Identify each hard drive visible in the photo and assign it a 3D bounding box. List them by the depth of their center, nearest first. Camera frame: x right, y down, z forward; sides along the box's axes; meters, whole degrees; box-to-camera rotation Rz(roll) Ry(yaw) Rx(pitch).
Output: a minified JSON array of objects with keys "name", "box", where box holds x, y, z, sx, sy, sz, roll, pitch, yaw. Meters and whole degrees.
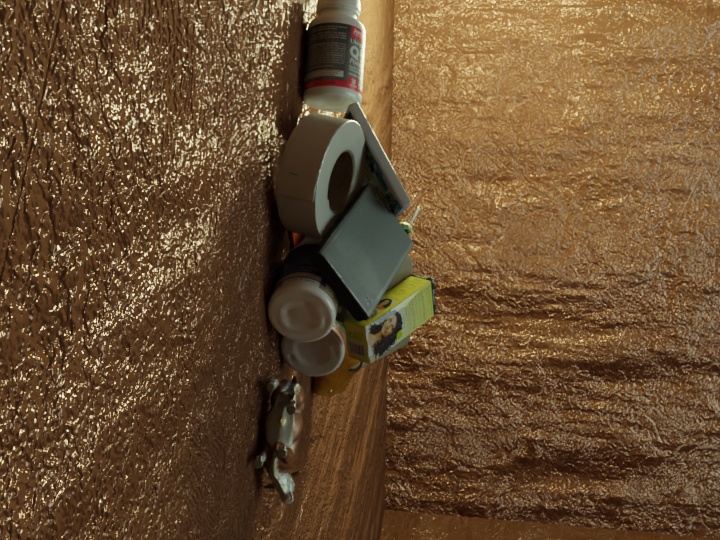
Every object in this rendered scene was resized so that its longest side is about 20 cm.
[{"name":"hard drive","box":[0.007,-0.034,1.256,0.140,0.033,0.200,53,44,-21]}]

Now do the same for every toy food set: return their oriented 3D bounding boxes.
[{"name":"toy food set","box":[0.027,0.068,1.355,0.143,0.060,0.201,-19,116,-48]}]

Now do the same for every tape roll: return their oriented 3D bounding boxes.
[{"name":"tape roll","box":[-0.061,-0.152,1.238,0.202,0.071,0.203,16,90,-72]}]

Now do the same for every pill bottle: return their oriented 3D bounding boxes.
[{"name":"pill bottle","box":[-0.082,0.020,1.276,0.200,0.111,0.111,-77,168,-57]},{"name":"pill bottle","box":[-0.071,0.093,1.386,0.200,0.113,0.114,-75,166,-63]},{"name":"pill bottle","box":[-0.047,-0.406,1.409,0.111,0.110,0.201,40,53,-81]}]

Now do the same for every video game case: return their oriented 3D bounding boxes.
[{"name":"video game case","box":[0.016,-0.178,1.363,0.200,0.022,0.182,63,-15,5]}]

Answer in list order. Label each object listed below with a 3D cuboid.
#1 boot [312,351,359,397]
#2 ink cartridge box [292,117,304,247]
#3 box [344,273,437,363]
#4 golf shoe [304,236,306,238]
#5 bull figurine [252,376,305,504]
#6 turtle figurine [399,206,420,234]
[{"name":"boot","box":[-0.069,0.203,1.618,0.201,0.071,0.144,17,107,-50]},{"name":"ink cartridge box","box":[-0.094,-0.152,1.373,0.162,0.050,0.200,-79,166,-49]},{"name":"box","box":[0.056,0.080,1.306,0.200,0.050,0.076,-34,125,-43]},{"name":"golf shoe","box":[-0.067,-0.076,1.455,0.200,0.077,0.095,-83,-177,-48]},{"name":"bull figurine","box":[-0.125,0.264,1.194,0.121,0.065,0.201,79,14,-75]},{"name":"turtle figurine","box":[0.067,-0.033,1.572,0.200,0.144,0.195,12,58,-58]}]
